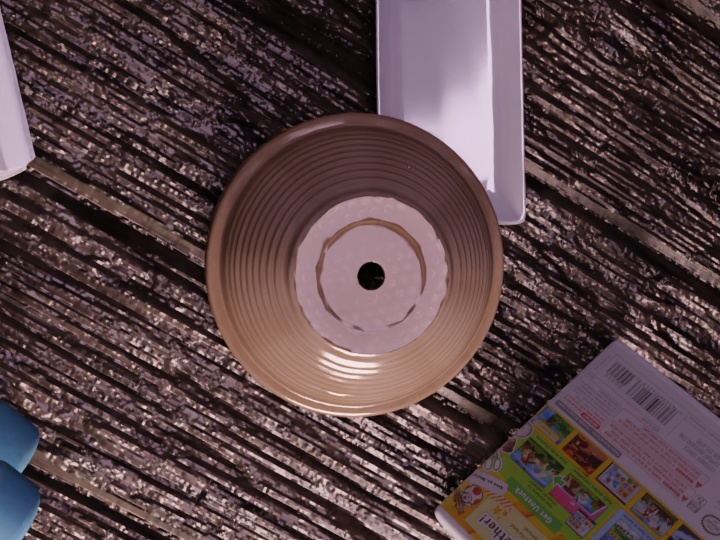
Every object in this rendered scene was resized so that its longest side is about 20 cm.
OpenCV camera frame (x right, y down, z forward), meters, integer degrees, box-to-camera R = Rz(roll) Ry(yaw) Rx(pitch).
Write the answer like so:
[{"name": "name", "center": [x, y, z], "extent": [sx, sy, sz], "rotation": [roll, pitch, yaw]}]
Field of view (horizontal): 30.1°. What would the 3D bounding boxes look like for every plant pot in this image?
[{"name": "plant pot", "center": [0.000, 0.000, 0.856], "extent": [0.198, 0.093, 0.203], "rotation": [-1, 96, -7]}]

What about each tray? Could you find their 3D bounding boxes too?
[{"name": "tray", "center": [0.060, -0.132, 0.926], "extent": [0.106, 0.022, 0.202], "rotation": [0, 89, -13]}]

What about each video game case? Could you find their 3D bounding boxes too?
[{"name": "video game case", "center": [0.177, 0.163, 0.880], "extent": [0.182, 0.023, 0.200], "rotation": [-41, 54, -11]}]

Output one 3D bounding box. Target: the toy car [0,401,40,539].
[{"name": "toy car", "center": [-0.315, 0.128, 0.759], "extent": [0.184, 0.177, 0.200], "rotation": [42, 92, -21]}]

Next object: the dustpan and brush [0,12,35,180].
[{"name": "dustpan and brush", "center": [-0.315, -0.106, 0.821], "extent": [0.198, 0.057, 0.141], "rotation": [-14, 92, -21]}]
